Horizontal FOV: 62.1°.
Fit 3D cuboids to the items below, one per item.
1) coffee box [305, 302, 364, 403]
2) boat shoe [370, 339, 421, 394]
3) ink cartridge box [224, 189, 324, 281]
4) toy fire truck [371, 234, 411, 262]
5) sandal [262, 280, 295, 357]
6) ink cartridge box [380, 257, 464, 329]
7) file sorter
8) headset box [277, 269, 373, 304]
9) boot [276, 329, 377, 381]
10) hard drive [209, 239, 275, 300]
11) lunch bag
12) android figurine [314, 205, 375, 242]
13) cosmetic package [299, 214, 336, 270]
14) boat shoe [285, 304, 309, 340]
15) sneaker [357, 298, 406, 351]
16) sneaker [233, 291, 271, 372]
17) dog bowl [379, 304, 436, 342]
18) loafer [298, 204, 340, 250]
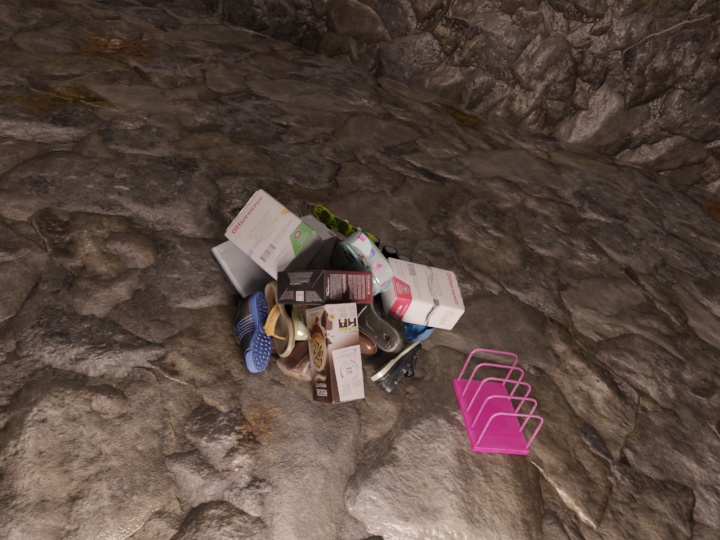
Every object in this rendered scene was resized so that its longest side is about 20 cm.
[{"bbox_3d":[-0.057,0.178,1.295,0.078,0.113,0.205,-2,83,-28],"label":"coffee box"},{"bbox_3d":[0.100,0.232,1.426,0.067,0.074,0.199,55,34,4],"label":"boat shoe"},{"bbox_3d":[-0.208,-0.078,1.439,0.199,0.146,0.088,37,-5,23],"label":"ink cartridge box"},{"bbox_3d":[0.019,0.007,1.666,0.175,0.131,0.199,34,28,23],"label":"toy fire truck"},{"bbox_3d":[-0.198,0.110,1.364,0.053,0.081,0.203,6,49,-34],"label":"sandal"},{"bbox_3d":[0.156,0.061,1.555,0.196,0.085,0.147,12,42,-19],"label":"ink cartridge box"},{"bbox_3d":[0.317,0.296,1.376,0.136,0.127,0.202,8,36,-13],"label":"file sorter"},{"bbox_3d":[-0.073,0.039,1.375,0.146,0.077,0.198,-2,-3,38],"label":"headset box"},{"bbox_3d":[-0.076,0.201,1.391,0.183,0.065,0.200,19,33,17],"label":"boot"},{"bbox_3d":[-0.271,0.007,1.514,0.139,0.033,0.202,-30,83,-38],"label":"hard drive"},{"bbox_3d":[0.000,0.000,1.505,0.076,0.200,0.162,-34,84,-21],"label":"lunch bag"},{"bbox_3d":[-0.041,-0.115,1.612,0.180,0.042,0.200,31,3,19],"label":"android figurine"},{"bbox_3d":[-0.144,-0.029,1.551,0.106,0.203,0.089,35,38,26],"label":"cosmetic package"},{"bbox_3d":[-0.147,0.098,1.443,0.061,0.074,0.202,14,36,-15],"label":"boat shoe"},{"bbox_3d":[0.040,0.123,1.454,0.199,0.076,0.114,45,6,26],"label":"sneaker"},{"bbox_3d":[-0.256,0.149,1.387,0.070,0.077,0.203,39,36,-44],"label":"sneaker"},{"bbox_3d":[0.112,0.140,1.566,0.196,0.050,0.112,-6,41,-29],"label":"dog bowl"},{"bbox_3d":[-0.122,-0.130,1.796,0.069,0.075,0.201,-35,60,-2],"label":"loafer"}]
